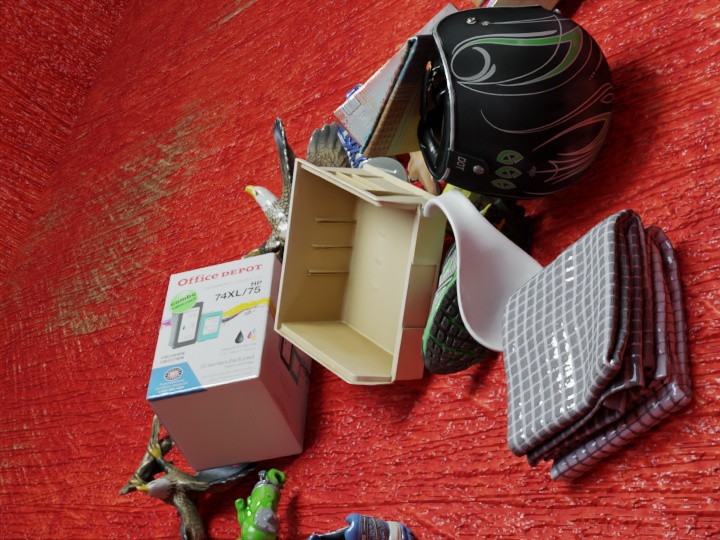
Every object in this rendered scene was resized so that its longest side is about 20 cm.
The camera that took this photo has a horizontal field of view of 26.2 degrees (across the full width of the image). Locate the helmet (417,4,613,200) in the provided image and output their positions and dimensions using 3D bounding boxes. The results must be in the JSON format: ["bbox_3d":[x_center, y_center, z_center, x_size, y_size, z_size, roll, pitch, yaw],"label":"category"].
[{"bbox_3d":[0.162,-0.168,1.555,0.200,0.189,0.202,176,90,-79],"label":"helmet"}]

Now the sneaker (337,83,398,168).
[{"bbox_3d":[0.003,-0.150,1.976,0.075,0.088,0.201,-37,35,39],"label":"sneaker"}]

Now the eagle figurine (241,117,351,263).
[{"bbox_3d":[-0.081,-0.085,1.987,0.201,0.150,0.152,-61,15,17],"label":"eagle figurine"}]

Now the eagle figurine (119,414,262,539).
[{"bbox_3d":[-0.212,0.281,1.922,0.199,0.150,0.153,23,128,37],"label":"eagle figurine"}]

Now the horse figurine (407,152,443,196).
[{"bbox_3d":[0.073,-0.167,1.803,0.133,0.049,0.202,-105,13,-75],"label":"horse figurine"}]

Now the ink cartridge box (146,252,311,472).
[{"bbox_3d":[-0.151,0.110,1.863,0.145,0.147,0.201,-12,43,16],"label":"ink cartridge box"}]

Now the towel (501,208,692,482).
[{"bbox_3d":[0.198,0.064,1.354,0.165,0.085,0.201,-41,31,39],"label":"towel"}]

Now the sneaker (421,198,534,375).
[{"bbox_3d":[0.114,0.023,1.597,0.085,0.078,0.201,-30,29,60],"label":"sneaker"}]

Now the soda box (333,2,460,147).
[{"bbox_3d":[0.063,-0.233,1.897,0.200,0.064,0.068,-42,-9,8],"label":"soda box"}]

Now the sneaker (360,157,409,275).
[{"bbox_3d":[0.046,-0.038,1.806,0.081,0.070,0.201,89,170,-49],"label":"sneaker"}]

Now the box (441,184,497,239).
[{"bbox_3d":[0.150,-0.126,1.698,0.201,0.050,0.075,-61,22,0],"label":"box"}]

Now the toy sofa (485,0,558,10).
[{"bbox_3d":[0.173,-0.295,1.786,0.201,0.097,0.083,-54,23,16],"label":"toy sofa"}]

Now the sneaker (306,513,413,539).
[{"bbox_3d":[-0.036,0.303,1.554,0.200,0.085,0.077,-47,27,30],"label":"sneaker"}]

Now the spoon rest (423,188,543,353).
[{"bbox_3d":[0.122,-0.004,1.514,0.099,0.061,0.201,-26,60,-9],"label":"spoon rest"}]

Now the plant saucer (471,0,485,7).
[{"bbox_3d":[0.183,-0.392,1.774,0.201,0.037,0.200,-54,0,1],"label":"plant saucer"}]

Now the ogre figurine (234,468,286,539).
[{"bbox_3d":[-0.131,0.324,1.722,0.200,0.098,0.120,-47,5,-5],"label":"ogre figurine"}]

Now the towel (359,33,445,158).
[{"bbox_3d":[0.085,-0.190,1.645,0.022,0.199,0.148,37,118,26],"label":"towel"}]

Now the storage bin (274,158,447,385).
[{"bbox_3d":[0.000,0.000,1.689,0.198,0.093,0.202,30,116,56],"label":"storage bin"}]
